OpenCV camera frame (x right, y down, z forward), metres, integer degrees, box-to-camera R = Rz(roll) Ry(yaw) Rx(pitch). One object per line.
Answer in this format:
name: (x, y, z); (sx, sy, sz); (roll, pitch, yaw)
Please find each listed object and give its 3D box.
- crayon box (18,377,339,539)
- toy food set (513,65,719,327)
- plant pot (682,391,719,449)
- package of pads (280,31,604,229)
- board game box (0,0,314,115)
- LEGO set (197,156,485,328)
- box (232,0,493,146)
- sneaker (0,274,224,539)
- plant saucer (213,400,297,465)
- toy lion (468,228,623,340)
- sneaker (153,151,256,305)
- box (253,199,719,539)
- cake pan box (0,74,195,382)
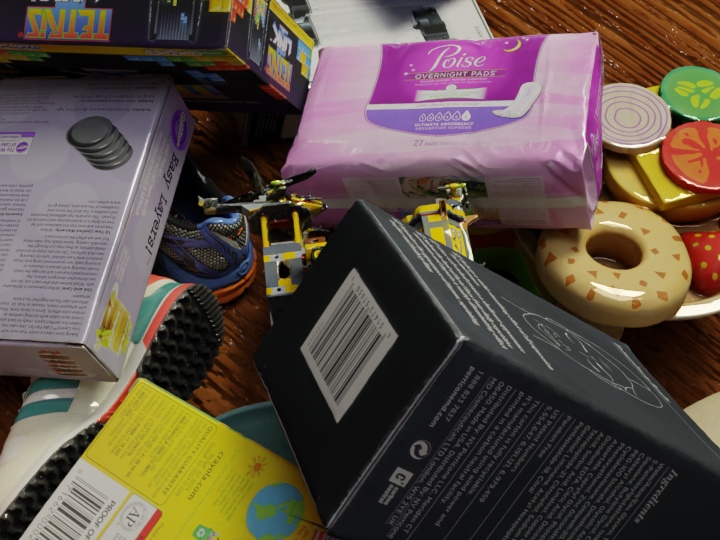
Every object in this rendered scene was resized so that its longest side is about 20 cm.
crayon box: (-0.076, 0.151, 0.629); (0.199, 0.051, 0.127); (23, 70, 38)
toy food set: (0.188, -0.053, 0.819); (0.199, 0.049, 0.199); (-16, 55, -11)
plant pot: (0.217, 0.144, 0.674); (0.134, 0.200, 0.201); (14, 53, -20)
package of pads: (0.056, -0.089, 0.795); (0.199, 0.076, 0.121); (0, 54, 18)
board game box: (-0.147, -0.145, 0.781); (0.198, 0.165, 0.057); (4, 84, 14)
LEGO set: (0.000, 0.000, 0.751); (0.153, 0.200, 0.117); (-12, 56, 6)
box: (-0.007, -0.167, 0.930); (0.199, 0.060, 0.117); (-11, 60, -21)
sneaker: (-0.169, 0.081, 0.730); (0.093, 0.070, 0.200); (17, 61, 36)
plant saucer: (-0.054, 0.166, 0.665); (0.199, 0.036, 0.201); (-14, 51, 18)
toy lion: (0.094, -0.028, 0.867); (0.190, 0.069, 0.201); (14, 55, 5)
sneaker: (-0.147, -0.064, 0.814); (0.199, 0.079, 0.075); (32, 54, 8)
box: (0.067, 0.076, 0.611); (0.199, 0.107, 0.149); (27, 15, -28)
cake pan box: (-0.215, -0.029, 0.738); (0.199, 0.052, 0.185); (0, 58, 17)
